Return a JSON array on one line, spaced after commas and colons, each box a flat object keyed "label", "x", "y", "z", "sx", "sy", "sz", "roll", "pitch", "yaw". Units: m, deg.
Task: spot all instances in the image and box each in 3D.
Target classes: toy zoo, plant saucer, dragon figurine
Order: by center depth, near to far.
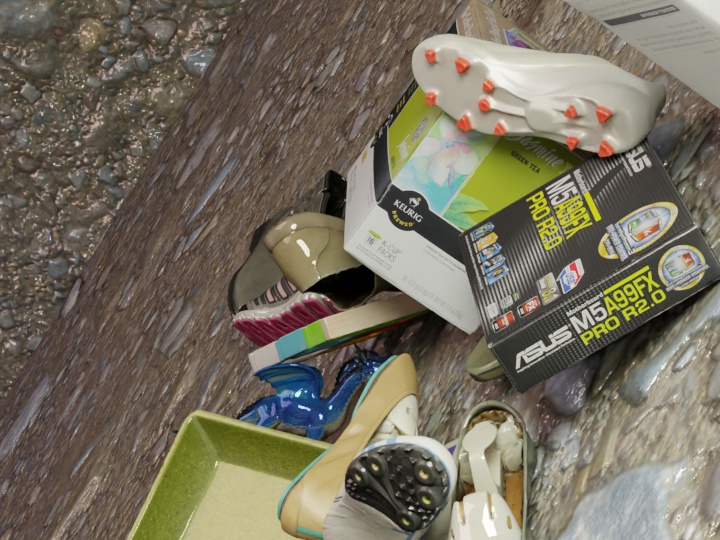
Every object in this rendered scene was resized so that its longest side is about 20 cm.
[{"label": "plant saucer", "x": -0.095, "y": 0.230, "z": 1.724, "sx": 0.198, "sy": 0.048, "sz": 0.201, "roll": 11, "pitch": 65, "yaw": 32}, {"label": "dragon figurine", "x": -0.063, "y": 0.111, "z": 1.824, "sx": 0.059, "sy": 0.198, "sz": 0.101, "roll": 13, "pitch": -101, "yaw": -82}, {"label": "toy zoo", "x": -0.016, "y": 0.054, "z": 1.845, "sx": 0.130, "sy": 0.021, "sz": 0.200, "roll": -16, "pitch": -5, "yaw": -28}]

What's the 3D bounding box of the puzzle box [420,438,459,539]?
[{"label": "puzzle box", "x": 0.043, "y": 0.214, "z": 1.510, "sx": 0.133, "sy": 0.025, "sz": 0.201, "roll": -34, "pitch": 29, "yaw": 57}]

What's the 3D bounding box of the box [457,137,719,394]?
[{"label": "box", "x": 0.154, "y": -0.011, "z": 1.444, "sx": 0.159, "sy": 0.044, "sz": 0.200, "roll": -31, "pitch": 21, "yaw": 9}]

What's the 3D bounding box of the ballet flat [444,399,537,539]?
[{"label": "ballet flat", "x": 0.082, "y": 0.160, "z": 1.391, "sx": 0.067, "sy": 0.064, "sz": 0.201, "roll": -12, "pitch": 31, "yaw": 14}]

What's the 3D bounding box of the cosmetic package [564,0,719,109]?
[{"label": "cosmetic package", "x": 0.266, "y": -0.201, "z": 1.267, "sx": 0.201, "sy": 0.199, "sz": 0.123, "roll": -61, "pitch": 18, "yaw": -10}]

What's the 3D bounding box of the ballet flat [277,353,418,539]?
[{"label": "ballet flat", "x": 0.009, "y": 0.143, "z": 1.617, "sx": 0.200, "sy": 0.063, "sz": 0.069, "roll": -51, "pitch": -28, "yaw": -39}]

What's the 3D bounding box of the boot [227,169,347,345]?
[{"label": "boot", "x": -0.073, "y": -0.021, "z": 2.247, "sx": 0.130, "sy": 0.067, "sz": 0.201, "roll": -40, "pitch": 25, "yaw": 35}]

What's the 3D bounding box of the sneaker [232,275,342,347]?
[{"label": "sneaker", "x": -0.056, "y": 0.025, "z": 2.091, "sx": 0.199, "sy": 0.073, "sz": 0.088, "roll": -25, "pitch": 36, "yaw": 55}]

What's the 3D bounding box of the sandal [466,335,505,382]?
[{"label": "sandal", "x": 0.134, "y": -0.007, "z": 1.580, "sx": 0.202, "sy": 0.057, "sz": 0.080, "roll": -59, "pitch": 15, "yaw": 0}]

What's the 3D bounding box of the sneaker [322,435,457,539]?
[{"label": "sneaker", "x": 0.027, "y": 0.154, "z": 1.452, "sx": 0.072, "sy": 0.072, "sz": 0.200, "roll": -39, "pitch": -8, "yaw": -28}]

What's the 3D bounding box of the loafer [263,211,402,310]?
[{"label": "loafer", "x": 0.000, "y": 0.000, "z": 1.796, "sx": 0.076, "sy": 0.199, "sz": 0.068, "roll": -36, "pitch": 60, "yaw": 40}]

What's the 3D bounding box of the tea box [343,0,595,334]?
[{"label": "tea box", "x": 0.092, "y": -0.090, "z": 1.699, "sx": 0.197, "sy": 0.133, "sz": 0.200, "roll": -54, "pitch": 11, "yaw": 17}]

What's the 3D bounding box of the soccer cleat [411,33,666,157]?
[{"label": "soccer cleat", "x": 0.130, "y": -0.132, "z": 1.535, "sx": 0.077, "sy": 0.199, "sz": 0.070, "roll": -37, "pitch": -44, "yaw": -42}]
